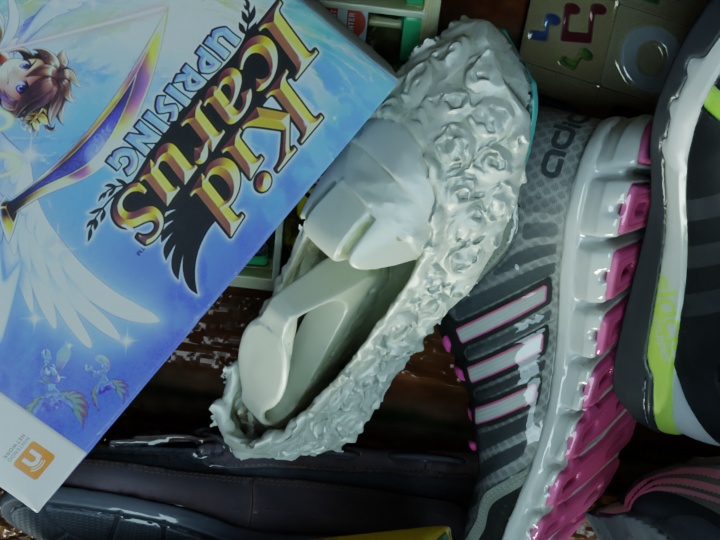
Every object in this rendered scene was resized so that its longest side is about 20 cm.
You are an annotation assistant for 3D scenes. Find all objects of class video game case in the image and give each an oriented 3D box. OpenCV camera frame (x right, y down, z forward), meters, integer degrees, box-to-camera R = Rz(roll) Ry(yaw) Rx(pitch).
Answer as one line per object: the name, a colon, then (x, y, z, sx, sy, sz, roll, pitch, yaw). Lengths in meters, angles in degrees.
video game case: (-0.117, -0.047, 0.942, 0.181, 0.045, 0.200, 38, 96, -25)

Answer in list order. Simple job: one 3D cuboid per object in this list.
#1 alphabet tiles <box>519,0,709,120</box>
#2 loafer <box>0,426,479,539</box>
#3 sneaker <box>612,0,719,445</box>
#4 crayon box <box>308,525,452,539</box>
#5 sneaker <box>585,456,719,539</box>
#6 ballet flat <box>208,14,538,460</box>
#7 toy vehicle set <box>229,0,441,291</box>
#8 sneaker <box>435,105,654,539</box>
alphabet tiles: (0.135, -0.054, 1.031, 0.165, 0.006, 0.201, 19, 116, 16)
loafer: (-0.041, 0.090, 1.109, 0.198, 0.063, 0.072, 11, 156, -6)
sneaker: (0.149, -0.017, 0.994, 0.082, 0.072, 0.201, 23, 128, 24)
crayon box: (-0.035, 0.208, 1.060, 0.171, 0.058, 0.202, -8, 98, 20)
sneaker: (0.141, 0.098, 1.048, 0.082, 0.200, 0.070, -29, 96, -5)
ballet flat: (0.000, 0.000, 0.997, 0.071, 0.072, 0.201, 18, 127, -12)
toy vehicle set: (-0.035, -0.079, 1.008, 0.123, 0.027, 0.201, 6, 128, -1)
sneaker: (0.058, 0.023, 1.052, 0.087, 0.074, 0.201, 22, 120, 23)
